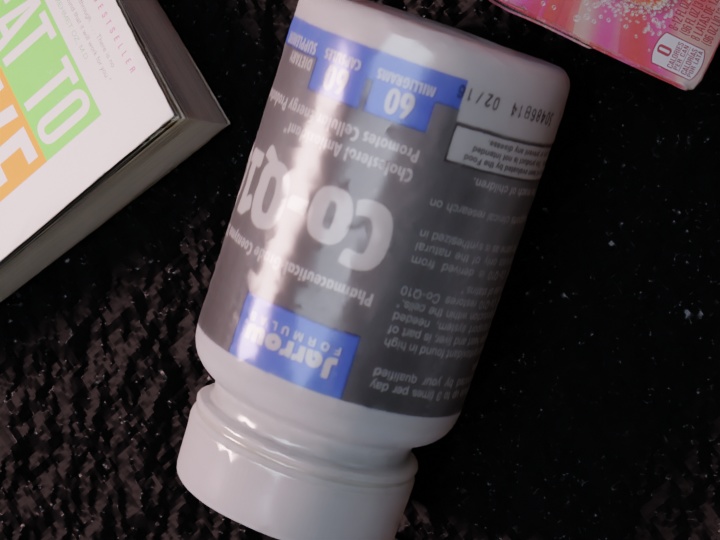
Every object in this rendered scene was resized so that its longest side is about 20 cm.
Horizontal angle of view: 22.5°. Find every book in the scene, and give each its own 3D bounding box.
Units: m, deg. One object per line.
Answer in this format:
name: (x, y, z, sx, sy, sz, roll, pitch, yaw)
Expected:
book: (-0.172, -0.066, 0.826, 0.199, 0.048, 0.134, -36, 75, 22)

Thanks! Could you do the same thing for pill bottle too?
pill bottle: (0.000, 0.000, 0.716, 0.113, 0.114, 0.202, 21, 100, 20)

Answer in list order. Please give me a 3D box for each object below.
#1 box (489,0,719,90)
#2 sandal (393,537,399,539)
box: (0.115, -0.179, 0.653, 0.095, 0.100, 0.202, 23, 102, -7)
sandal: (0.025, 0.210, 0.743, 0.079, 0.059, 0.208, -31, 81, 21)
